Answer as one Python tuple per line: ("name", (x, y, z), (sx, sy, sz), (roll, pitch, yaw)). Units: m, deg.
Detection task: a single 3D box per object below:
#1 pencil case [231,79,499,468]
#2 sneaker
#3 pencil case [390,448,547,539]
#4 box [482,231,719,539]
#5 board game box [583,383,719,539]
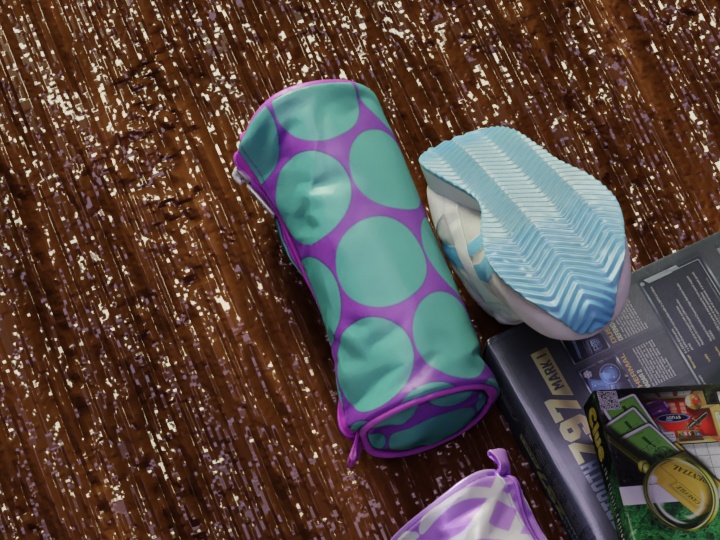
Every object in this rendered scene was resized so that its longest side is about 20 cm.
("pencil case", (0.000, 0.000, 1.194), (0.092, 0.085, 0.200), (-20, 70, -8))
("sneaker", (0.093, -0.008, 1.150), (0.076, 0.081, 0.200), (-20, 27, -6))
("pencil case", (0.097, 0.195, 1.113), (0.085, 0.084, 0.200), (-44, 73, 19))
("box", (0.178, 0.096, 1.175), (0.158, 0.051, 0.200), (-25, 70, -12))
("board game box", (0.220, 0.104, 1.117), (0.200, 0.023, 0.105), (-3, 60, -16))
